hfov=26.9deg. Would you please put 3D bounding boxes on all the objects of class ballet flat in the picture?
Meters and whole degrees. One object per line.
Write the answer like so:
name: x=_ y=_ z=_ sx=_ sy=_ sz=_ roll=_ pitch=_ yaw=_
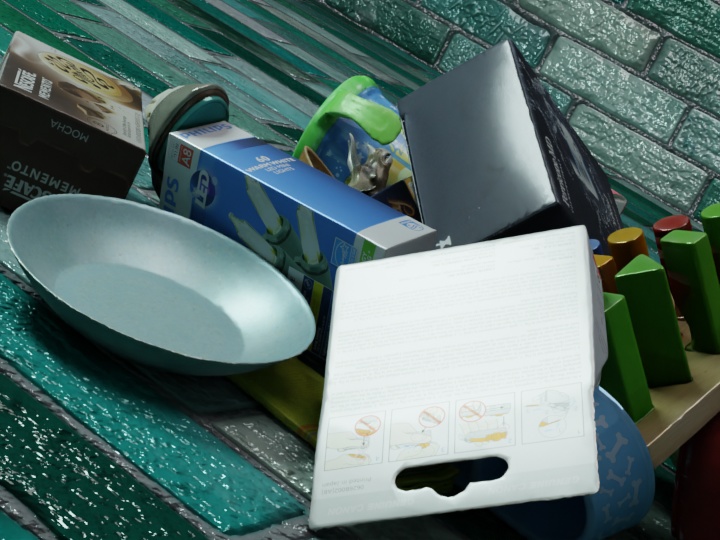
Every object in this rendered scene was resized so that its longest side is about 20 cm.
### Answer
ballet flat: x=-0.139 y=-0.100 z=1.134 sx=0.064 sy=0.067 sz=0.200 roll=55 pitch=-17 yaw=16

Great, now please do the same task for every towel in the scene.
towel: x=-0.033 y=0.081 z=0.947 sx=0.199 sy=0.018 sz=0.086 roll=34 pitch=14 yaw=27

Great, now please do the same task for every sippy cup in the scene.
sippy cup: x=0.018 y=-0.097 z=1.453 sx=0.130 sy=0.141 sz=0.178 roll=33 pitch=17 yaw=14

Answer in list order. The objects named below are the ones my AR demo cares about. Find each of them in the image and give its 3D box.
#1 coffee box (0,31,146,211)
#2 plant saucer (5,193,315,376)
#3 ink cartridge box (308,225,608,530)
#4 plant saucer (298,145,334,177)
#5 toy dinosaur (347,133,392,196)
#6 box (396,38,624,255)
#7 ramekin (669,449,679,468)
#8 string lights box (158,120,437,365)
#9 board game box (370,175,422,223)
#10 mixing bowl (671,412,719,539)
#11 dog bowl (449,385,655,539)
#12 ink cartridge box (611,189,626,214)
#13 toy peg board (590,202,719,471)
coffee box: x=-0.225 y=-0.101 z=1.112 sx=0.112 sy=0.080 sz=0.200 roll=25 pitch=13 yaw=-16
plant saucer: x=-0.126 y=0.017 z=0.928 sx=0.199 sy=0.039 sz=0.201 roll=22 pitch=21 yaw=-9
ink cartridge box: x=0.060 y=0.067 z=0.854 sx=0.201 sy=0.160 sz=0.050 roll=-85 pitch=160 yaw=-44
plant saucer: x=0.000 y=0.000 z=1.131 sx=0.201 sy=0.035 sz=0.200 roll=57 pitch=5 yaw=-7
toy dinosaur: x=-0.002 y=-0.023 z=1.303 sx=0.102 sy=0.077 sz=0.201 roll=28 pitch=39 yaw=-4
box: x=0.136 y=-0.042 z=1.236 sx=0.200 sy=0.117 sz=0.198 roll=45 pitch=25 yaw=-42
ramekin: x=0.329 y=0.113 z=1.164 sx=0.198 sy=0.202 sz=0.098 roll=23 pitch=7 yaw=-15
string lights box: x=-0.050 y=-0.016 z=1.030 sx=0.199 sy=0.104 sz=0.059 roll=28 pitch=30 yaw=31
board game box: x=0.075 y=-0.020 z=1.279 sx=0.136 sy=0.034 sz=0.200 roll=63 pitch=17 yaw=-1
mixing bowl: x=0.269 y=0.139 z=1.008 sx=0.107 sy=0.203 sz=0.200 roll=8 pitch=8 yaw=17
dog bowl: x=0.088 y=0.098 z=0.935 sx=0.199 sy=0.112 sz=0.049 roll=35 pitch=49 yaw=29
ink cartridge box: x=0.149 y=-0.062 z=1.549 sx=0.199 sy=0.148 sz=0.083 roll=34 pitch=14 yaw=24
toy peg board: x=0.163 y=0.027 z=1.010 sx=0.199 sy=0.099 sz=0.198 roll=-32 pitch=24 yaw=-35
